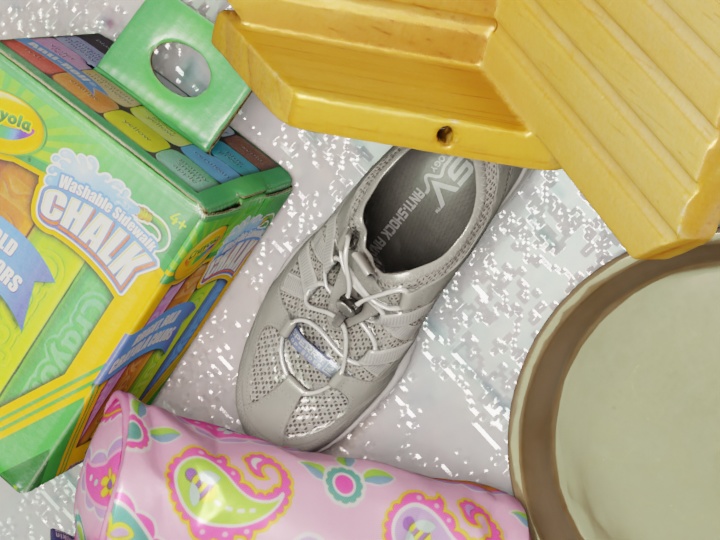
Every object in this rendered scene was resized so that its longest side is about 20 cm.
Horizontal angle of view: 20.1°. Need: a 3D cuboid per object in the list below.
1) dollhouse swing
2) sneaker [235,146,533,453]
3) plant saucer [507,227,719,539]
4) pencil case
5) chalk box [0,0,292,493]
[{"bbox_3d":[0.043,-0.120,0.734,0.181,0.176,0.201,9,122,-11],"label":"dollhouse swing"},{"bbox_3d":[0.000,0.000,0.893,0.075,0.082,0.200,35,106,9],"label":"sneaker"},{"bbox_3d":[0.164,0.079,0.886,0.199,0.029,0.201,3,99,17],"label":"plant saucer"},{"bbox_3d":[-0.028,0.115,0.880,0.199,0.087,0.088,15,103,-15],"label":"pencil case"},{"bbox_3d":[-0.121,-0.026,0.903,0.125,0.124,0.200,36,106,8],"label":"chalk box"}]
